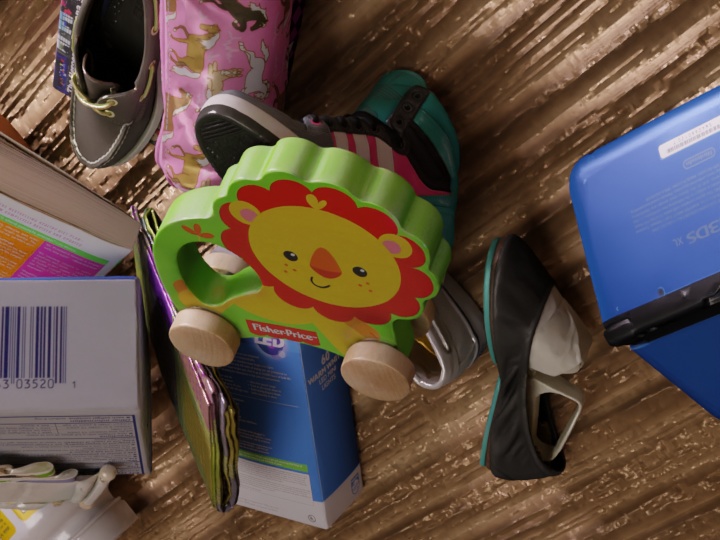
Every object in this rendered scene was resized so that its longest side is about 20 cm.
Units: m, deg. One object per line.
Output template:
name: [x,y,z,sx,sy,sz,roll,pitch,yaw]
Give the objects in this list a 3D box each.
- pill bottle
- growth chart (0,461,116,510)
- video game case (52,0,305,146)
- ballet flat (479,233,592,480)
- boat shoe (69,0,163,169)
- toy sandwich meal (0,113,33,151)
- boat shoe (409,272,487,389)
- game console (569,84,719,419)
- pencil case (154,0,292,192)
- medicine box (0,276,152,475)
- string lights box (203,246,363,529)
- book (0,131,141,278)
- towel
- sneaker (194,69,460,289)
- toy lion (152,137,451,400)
pill bottle: [-0.288,0.168,1.352,0.200,0.112,0.112,48,133,2]
growth chart: [-0.285,0.164,1.205,0.145,0.198,0.018,140,131,-59]
video game case: [-0.126,-0.176,1.084,0.180,0.036,0.202,28,129,17]
ballet flat: [0.118,0.061,1.040,0.068,0.068,0.202,12,133,18]
boat shoe: [-0.166,-0.144,1.065,0.072,0.060,0.203,37,131,11]
toy sandwich meal: [-0.316,-0.042,1.275,0.203,0.070,0.207,17,125,26]
boat shoe: [0.000,0.000,1.076,0.200,0.070,0.071,48,133,1]
game console: [0.245,-0.015,0.930,0.199,0.117,0.173,-27,68,42]
pencil case: [-0.089,-0.143,0.999,0.086,0.083,0.202,15,126,18]
medicine box: [-0.249,0.085,1.171,0.180,0.104,0.200,-1,160,-6]
string lights box: [-0.064,0.087,1.181,0.102,0.059,0.202,10,121,31]
book: [-0.266,-0.012,1.178,0.133,0.048,0.200,30,141,-21]
towel: [-0.127,0.065,1.149,0.145,0.023,0.201,93,156,-49]
sneaker: [-0.007,-0.084,0.994,0.199,0.122,0.083,36,149,-30]
toy lion: [-0.039,-0.008,0.963,0.198,0.069,0.193,9,144,20]
